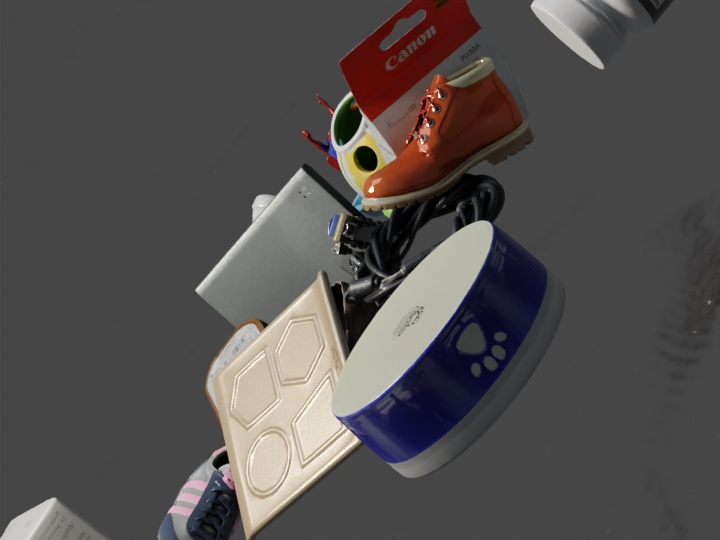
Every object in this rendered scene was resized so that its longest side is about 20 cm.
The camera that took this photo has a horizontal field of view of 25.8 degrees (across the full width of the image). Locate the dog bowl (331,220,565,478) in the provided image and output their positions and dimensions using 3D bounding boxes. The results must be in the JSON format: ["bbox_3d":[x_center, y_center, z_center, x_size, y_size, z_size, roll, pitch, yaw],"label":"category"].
[{"bbox_3d":[0.067,0.061,1.243,0.200,0.079,0.200,-48,12,14],"label":"dog bowl"}]

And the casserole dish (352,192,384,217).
[{"bbox_3d":[0.062,-0.139,1.962,0.201,0.039,0.121,-55,13,-16],"label":"casserole dish"}]

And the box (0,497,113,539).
[{"bbox_3d":[-0.378,0.388,1.797,0.200,0.130,0.200,-58,13,-29],"label":"box"}]

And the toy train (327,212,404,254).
[{"bbox_3d":[0.005,-0.040,1.669,0.200,0.045,0.035,11,-82,-75],"label":"toy train"}]

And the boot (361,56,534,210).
[{"bbox_3d":[0.072,-0.136,1.582,0.199,0.108,0.075,-32,20,-19],"label":"boot"}]

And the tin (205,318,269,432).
[{"bbox_3d":[-0.121,0.124,1.750,0.113,0.042,0.200,-57,25,7],"label":"tin"}]

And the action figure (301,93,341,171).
[{"bbox_3d":[-0.052,-0.219,2.496,0.065,0.099,0.200,-48,10,6],"label":"action figure"}]

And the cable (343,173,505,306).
[{"bbox_3d":[0.070,-0.041,1.553,0.162,0.051,0.200,-22,22,51],"label":"cable"}]

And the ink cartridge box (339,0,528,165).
[{"bbox_3d":[0.080,-0.185,1.618,0.160,0.201,0.047,-40,47,-10],"label":"ink cartridge box"}]

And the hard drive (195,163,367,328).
[{"bbox_3d":[-0.078,-0.004,1.827,0.200,0.139,0.033,-47,5,18],"label":"hard drive"}]

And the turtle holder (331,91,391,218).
[{"bbox_3d":[0.034,-0.127,1.778,0.140,0.131,0.188,-19,54,51],"label":"turtle holder"}]

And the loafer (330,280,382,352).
[{"bbox_3d":[-0.031,0.081,1.567,0.073,0.071,0.201,-44,14,29],"label":"loafer"}]

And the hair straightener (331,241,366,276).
[{"bbox_3d":[0.000,0.000,1.690,0.200,0.076,0.041,-122,56,-75],"label":"hair straightener"}]

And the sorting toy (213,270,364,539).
[{"bbox_3d":[-0.064,0.129,1.478,0.200,0.036,0.187,-46,44,32],"label":"sorting toy"}]

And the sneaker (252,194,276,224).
[{"bbox_3d":[-0.100,0.007,1.889,0.201,0.074,0.116,77,-153,-51],"label":"sneaker"}]

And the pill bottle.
[{"bbox_3d":[0.263,-0.301,1.513,0.201,0.114,0.114,-50,12,3],"label":"pill bottle"}]

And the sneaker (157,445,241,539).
[{"bbox_3d":[-0.147,0.232,1.547,0.082,0.070,0.200,-50,13,18],"label":"sneaker"}]
